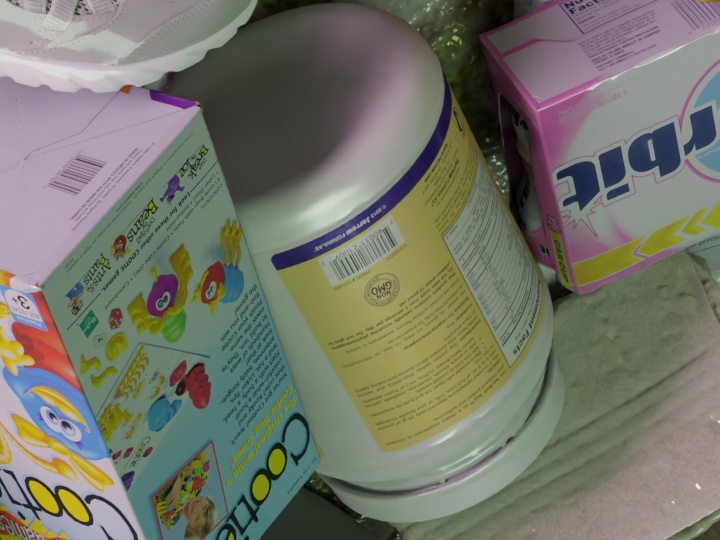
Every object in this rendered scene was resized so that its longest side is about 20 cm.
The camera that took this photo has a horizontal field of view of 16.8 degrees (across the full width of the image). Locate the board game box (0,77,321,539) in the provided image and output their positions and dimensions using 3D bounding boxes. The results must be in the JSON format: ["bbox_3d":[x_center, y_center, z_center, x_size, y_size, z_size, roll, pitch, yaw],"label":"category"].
[{"bbox_3d":[-0.104,0.030,0.970,0.105,0.103,0.201,-50,142,-32],"label":"board game box"}]

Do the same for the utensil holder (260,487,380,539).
[{"bbox_3d":[-0.072,0.224,1.219,0.169,0.170,0.200,23,112,-38],"label":"utensil holder"}]

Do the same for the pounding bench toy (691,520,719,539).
[{"bbox_3d":[0.159,0.147,1.280,0.199,0.156,0.125,-14,131,-16],"label":"pounding bench toy"}]

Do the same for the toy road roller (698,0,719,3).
[{"bbox_3d":[0.196,-0.207,0.979,0.122,0.201,0.146,-3,164,-24],"label":"toy road roller"}]

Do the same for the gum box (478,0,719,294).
[{"bbox_3d":[0.154,-0.081,1.097,0.199,0.066,0.114,-24,132,-7],"label":"gum box"}]

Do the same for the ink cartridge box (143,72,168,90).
[{"bbox_3d":[-0.151,-0.124,0.943,0.199,0.042,0.120,15,118,-39],"label":"ink cartridge box"}]

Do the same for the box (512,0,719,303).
[{"bbox_3d":[0.148,-0.081,1.169,0.155,0.041,0.201,-16,131,-16],"label":"box"}]

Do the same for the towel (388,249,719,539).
[{"bbox_3d":[0.103,0.081,1.168,0.199,0.133,0.034,-29,163,0],"label":"towel"}]

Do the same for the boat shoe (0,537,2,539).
[{"bbox_3d":[-0.082,0.082,1.130,0.199,0.076,0.072,-31,149,-34],"label":"boat shoe"}]

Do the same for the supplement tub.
[{"bbox_3d":[0.000,0.000,1.072,0.145,0.146,0.201,-30,127,-1],"label":"supplement tub"}]

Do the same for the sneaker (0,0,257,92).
[{"bbox_3d":[-0.125,-0.115,0.884,0.199,0.075,0.082,-6,131,-24],"label":"sneaker"}]
